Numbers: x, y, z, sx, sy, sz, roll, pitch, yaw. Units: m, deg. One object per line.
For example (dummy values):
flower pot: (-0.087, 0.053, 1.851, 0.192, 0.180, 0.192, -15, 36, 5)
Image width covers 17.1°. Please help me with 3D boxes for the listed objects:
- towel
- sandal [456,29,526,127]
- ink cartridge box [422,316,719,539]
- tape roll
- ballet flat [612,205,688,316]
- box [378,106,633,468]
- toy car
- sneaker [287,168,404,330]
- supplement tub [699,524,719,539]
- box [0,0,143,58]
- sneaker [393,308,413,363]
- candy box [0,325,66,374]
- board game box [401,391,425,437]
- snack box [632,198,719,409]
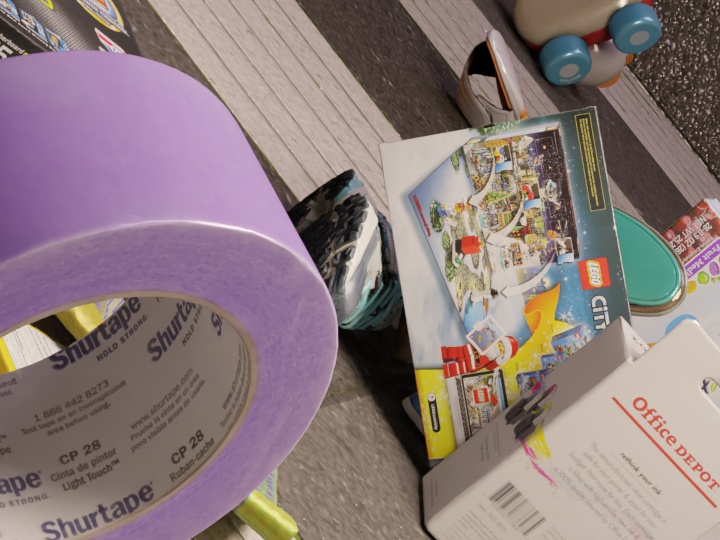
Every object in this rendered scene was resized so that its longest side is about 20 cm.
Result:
towel: (-0.101, 0.043, 1.124, 0.200, 0.023, 0.144, 49, 0, -5)
sandal: (0.126, -0.158, 2.308, 0.207, 0.059, 0.080, 69, 5, -68)
ink cartridge box: (0.146, 0.113, 1.395, 0.115, 0.200, 0.068, 46, 16, -16)
tape roll: (-0.114, 0.025, 0.836, 0.200, 0.200, 0.085, 31, 23, -52)
ballet flat: (0.130, -0.020, 1.590, 0.199, 0.068, 0.064, 27, -18, 20)
box: (0.093, 0.011, 1.458, 0.038, 0.135, 0.202, 46, 36, -83)
toy car: (0.295, -0.297, 2.956, 0.200, 0.176, 0.185, 51, 18, -54)
sneaker: (0.000, 0.000, 1.490, 0.086, 0.077, 0.200, 50, 14, -13)
supplement tub: (0.313, 0.240, 1.692, 0.200, 0.145, 0.145, 42, 16, -28)
box: (-0.196, -0.147, 1.328, 0.200, 0.044, 0.161, 37, 20, -41)
sneaker: (0.084, 0.033, 1.587, 0.112, 0.072, 0.200, 21, 12, 1)
candy box: (-0.108, 0.104, 1.003, 0.102, 0.026, 0.201, 40, 17, -50)
board game box: (0.120, 0.147, 1.581, 0.200, 0.026, 0.200, 52, 14, 7)
snack box: (0.232, 0.073, 1.751, 0.169, 0.200, 0.068, 52, 15, 8)
